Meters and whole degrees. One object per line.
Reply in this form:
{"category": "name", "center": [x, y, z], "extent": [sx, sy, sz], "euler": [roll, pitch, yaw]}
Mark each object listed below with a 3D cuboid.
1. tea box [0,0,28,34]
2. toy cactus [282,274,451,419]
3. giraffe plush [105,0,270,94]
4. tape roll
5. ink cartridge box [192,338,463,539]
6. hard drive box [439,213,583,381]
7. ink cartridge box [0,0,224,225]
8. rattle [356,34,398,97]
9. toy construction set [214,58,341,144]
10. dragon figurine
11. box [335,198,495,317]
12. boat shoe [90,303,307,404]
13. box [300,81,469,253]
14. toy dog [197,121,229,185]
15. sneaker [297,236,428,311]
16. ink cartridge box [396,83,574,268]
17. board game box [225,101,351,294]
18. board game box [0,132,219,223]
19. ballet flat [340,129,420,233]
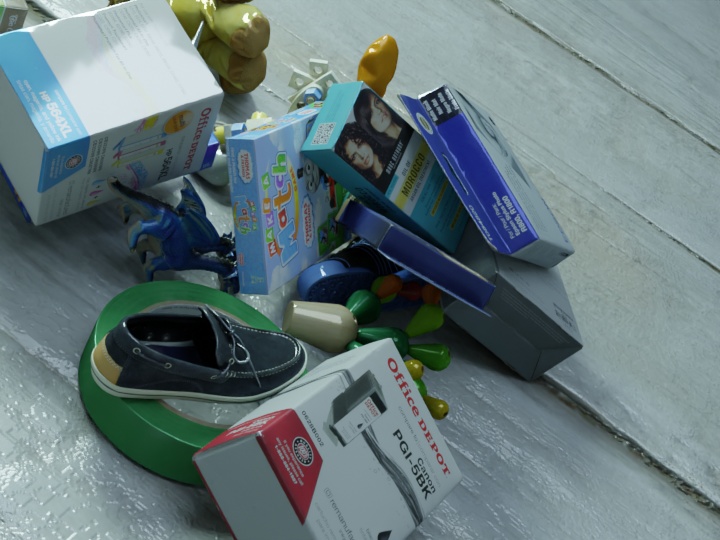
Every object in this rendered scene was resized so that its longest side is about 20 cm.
{"category": "tea box", "center": [-0.462, -0.279, 1.236], "extent": [0.196, 0.134, 0.200], "euler": [1, 44, -35]}
{"category": "toy cactus", "center": [0.005, 0.067, 1.170], "extent": [0.165, 0.102, 0.200], "euler": [16, 44, -18]}
{"category": "giraffe plush", "center": [-0.210, -0.295, 1.450], "extent": [0.162, 0.173, 0.200], "euler": [-12, 60, -18]}
{"category": "tape roll", "center": [-0.142, 0.095, 1.081], "extent": [0.200, 0.048, 0.201], "euler": [20, 36, -16]}
{"category": "ink cartridge box", "center": [-0.019, 0.161, 1.012], "extent": [0.200, 0.083, 0.147], "euler": [-33, 96, -53]}
{"category": "hard drive box", "center": [0.151, -0.003, 1.355], "extent": [0.156, 0.077, 0.200], "euler": [39, 27, -32]}
{"category": "ink cartridge box", "center": [-0.227, -0.151, 1.132], "extent": [0.200, 0.129, 0.125], "euler": [-23, 71, -29]}
{"category": "rattle", "center": [0.040, -0.158, 1.466], "extent": [0.130, 0.143, 0.200], "euler": [33, 23, -30]}
{"category": "toy construction set", "center": [-0.087, -0.143, 1.345], "extent": [0.092, 0.131, 0.200], "euler": [2, 36, 27]}
{"category": "dragon figurine", "center": [-0.169, -0.045, 1.158], "extent": [0.099, 0.200, 0.059], "euler": [-22, 48, -4]}
{"category": "box", "center": [0.054, -0.014, 1.186], "extent": [0.121, 0.032, 0.200], "euler": [30, 4, -19]}
{"category": "boat shoe", "center": [-0.124, 0.067, 1.033], "extent": [0.200, 0.062, 0.075], "euler": [4, 41, -37]}
{"category": "box", "center": [0.034, -0.101, 1.259], "extent": [0.200, 0.049, 0.082], "euler": [37, 68, -37]}
{"category": "toy dog", "center": [-0.206, -0.186, 1.344], "extent": [0.200, 0.096, 0.132], "euler": [26, 35, -7]}
{"category": "sneaker", "center": [0.000, 0.000, 1.297], "extent": [0.200, 0.070, 0.078], "euler": [0, 42, -47]}
{"category": "ink cartridge box", "center": [0.136, -0.099, 1.292], "extent": [0.200, 0.041, 0.200], "euler": [60, 19, 16]}
{"category": "board game box", "center": [-0.067, -0.077, 1.238], "extent": [0.037, 0.152, 0.200], "euler": [4, 19, 24]}
{"category": "board game box", "center": [-0.259, -0.139, 1.219], "extent": [0.200, 0.045, 0.135], "euler": [-20, 69, -29]}
{"category": "ballet flat", "center": [0.046, -0.102, 1.360], "extent": [0.075, 0.068, 0.200], "euler": [6, 33, 21]}
